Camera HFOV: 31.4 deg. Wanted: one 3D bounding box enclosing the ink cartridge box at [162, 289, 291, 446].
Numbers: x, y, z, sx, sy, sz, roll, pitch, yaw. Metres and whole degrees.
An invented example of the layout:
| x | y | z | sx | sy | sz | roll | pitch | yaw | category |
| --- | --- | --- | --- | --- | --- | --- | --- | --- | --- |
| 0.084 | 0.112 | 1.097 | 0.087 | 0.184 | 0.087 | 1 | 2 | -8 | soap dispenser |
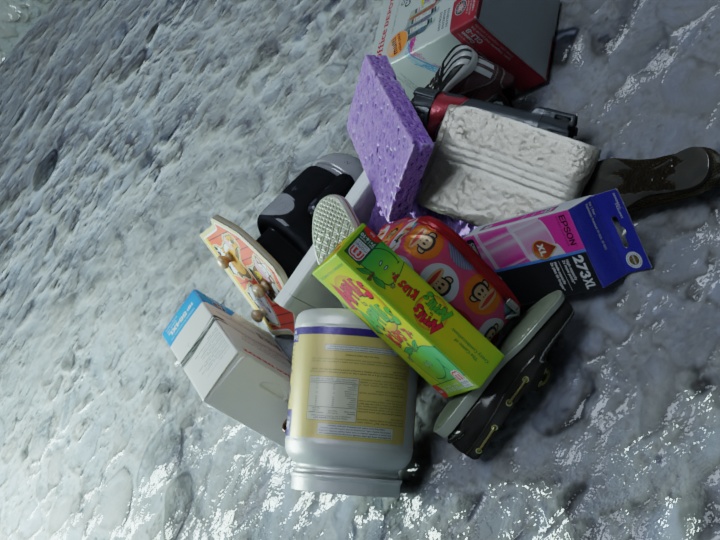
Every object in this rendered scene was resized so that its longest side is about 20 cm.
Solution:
| x | y | z | sx | sy | sz | roll | pitch | yaw | category |
| --- | --- | --- | --- | --- | --- | --- | --- | --- | --- |
| -0.160 | 0.126 | 1.689 | 0.084 | 0.146 | 0.200 | -52 | 32 | 5 | ink cartridge box |

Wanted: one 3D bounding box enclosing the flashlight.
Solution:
| x | y | z | sx | sy | sz | roll | pitch | yaw | category |
| --- | --- | --- | --- | --- | --- | --- | --- | --- | --- |
| 0.154 | -0.168 | 1.525 | 0.200 | 0.068 | 0.068 | 18 | 66 | 20 | flashlight |

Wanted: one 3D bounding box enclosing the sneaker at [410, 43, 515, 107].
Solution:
| x | y | z | sx | sy | sz | roll | pitch | yaw | category |
| --- | --- | --- | --- | --- | --- | --- | --- | --- | --- |
| 0.131 | -0.199 | 1.636 | 0.200 | 0.115 | 0.076 | 133 | 152 | -56 | sneaker |

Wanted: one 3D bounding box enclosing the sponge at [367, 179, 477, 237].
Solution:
| x | y | z | sx | sy | sz | roll | pitch | yaw | category |
| --- | --- | --- | --- | --- | --- | --- | --- | --- | --- |
| 0.100 | -0.056 | 1.532 | 0.200 | 0.030 | 0.112 | 21 | 93 | 38 | sponge |

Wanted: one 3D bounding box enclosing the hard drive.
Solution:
| x | y | z | sx | sy | sz | roll | pitch | yaw | category |
| --- | --- | --- | --- | --- | --- | --- | --- | --- | --- |
| -0.013 | -0.021 | 1.638 | 0.027 | 0.132 | 0.200 | 37 | 93 | 35 | hard drive |

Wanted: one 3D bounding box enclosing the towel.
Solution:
| x | y | z | sx | sy | sz | roll | pitch | yaw | category |
| --- | --- | --- | --- | --- | --- | --- | --- | --- | --- |
| 0.164 | -0.106 | 1.455 | 0.200 | 0.034 | 0.133 | 24 | 98 | 31 | towel |

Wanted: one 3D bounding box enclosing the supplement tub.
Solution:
| x | y | z | sx | sy | sz | roll | pitch | yaw | category |
| --- | --- | --- | --- | --- | --- | --- | --- | --- | --- |
| -0.009 | 0.149 | 1.438 | 0.145 | 0.145 | 0.201 | -6 | 77 | 51 | supplement tub |

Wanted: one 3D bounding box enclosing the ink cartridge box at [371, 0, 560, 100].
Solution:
| x | y | z | sx | sy | sz | roll | pitch | yaw | category |
| --- | --- | --- | --- | --- | --- | --- | --- | --- | --- |
| 0.133 | -0.305 | 1.674 | 0.200 | 0.145 | 0.146 | -21 | 47 | 44 | ink cartridge box |

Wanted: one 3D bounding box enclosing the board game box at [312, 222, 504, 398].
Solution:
| x | y | z | sx | sy | sz | roll | pitch | yaw | category |
| --- | --- | --- | --- | --- | --- | --- | --- | --- | --- |
| 0.048 | 0.045 | 1.339 | 0.048 | 0.200 | 0.102 | -48 | 4 | -19 | board game box |

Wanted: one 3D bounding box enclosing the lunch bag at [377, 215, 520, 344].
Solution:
| x | y | z | sx | sy | sz | roll | pitch | yaw | category |
| --- | --- | --- | --- | --- | --- | --- | --- | --- | --- |
| 0.089 | 0.024 | 1.422 | 0.082 | 0.176 | 0.200 | -48 | 11 | -12 | lunch bag |

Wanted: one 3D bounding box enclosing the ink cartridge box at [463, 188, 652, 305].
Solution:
| x | y | z | sx | sy | sz | roll | pitch | yaw | category |
| --- | --- | --- | --- | --- | --- | --- | --- | --- | --- |
| 0.208 | -0.020 | 1.378 | 0.200 | 0.095 | 0.037 | -16 | 15 | 44 | ink cartridge box |

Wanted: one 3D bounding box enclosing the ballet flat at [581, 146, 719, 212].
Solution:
| x | y | z | sx | sy | sz | roll | pitch | yaw | category |
| --- | --- | --- | --- | --- | --- | --- | --- | --- | --- |
| 0.309 | -0.095 | 1.363 | 0.200 | 0.046 | 0.068 | -12 | 74 | 55 | ballet flat |

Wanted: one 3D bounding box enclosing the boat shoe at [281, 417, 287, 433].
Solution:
| x | y | z | sx | sy | sz | roll | pitch | yaw | category |
| --- | --- | --- | --- | --- | --- | --- | --- | --- | --- |
| -0.014 | 0.147 | 1.546 | 0.200 | 0.072 | 0.072 | -39 | 37 | 25 | boat shoe |

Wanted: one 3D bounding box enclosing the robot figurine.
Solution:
| x | y | z | sx | sy | sz | roll | pitch | yaw | category |
| --- | --- | --- | --- | --- | --- | --- | --- | --- | --- |
| -0.055 | -0.066 | 1.713 | 0.200 | 0.125 | 0.150 | -46 | 33 | -20 | robot figurine |

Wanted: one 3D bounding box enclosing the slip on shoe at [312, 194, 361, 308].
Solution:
| x | y | z | sx | sy | sz | roll | pitch | yaw | category |
| --- | --- | --- | --- | --- | --- | --- | --- | --- | --- |
| 0.000 | 0.000 | 1.566 | 0.074 | 0.200 | 0.061 | -23 | 5 | 33 | slip on shoe |

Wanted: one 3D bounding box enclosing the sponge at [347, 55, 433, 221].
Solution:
| x | y | z | sx | sy | sz | roll | pitch | yaw | category |
| --- | --- | --- | --- | --- | --- | --- | --- | --- | --- |
| 0.031 | -0.160 | 1.528 | 0.200 | 0.030 | 0.112 | -112 | 31 | -47 | sponge |

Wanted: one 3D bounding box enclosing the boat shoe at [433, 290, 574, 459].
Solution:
| x | y | z | sx | sy | sz | roll | pitch | yaw | category |
| --- | --- | --- | --- | --- | --- | --- | --- | --- | --- |
| 0.163 | 0.111 | 1.359 | 0.201 | 0.061 | 0.072 | -50 | 5 | 8 | boat shoe |

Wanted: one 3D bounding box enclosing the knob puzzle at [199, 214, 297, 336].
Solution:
| x | y | z | sx | sy | sz | roll | pitch | yaw | category |
| --- | --- | --- | --- | --- | --- | --- | --- | --- | --- |
| -0.143 | 0.014 | 1.695 | 0.030 | 0.220 | 0.220 | -37 | 27 | -20 | knob puzzle |
